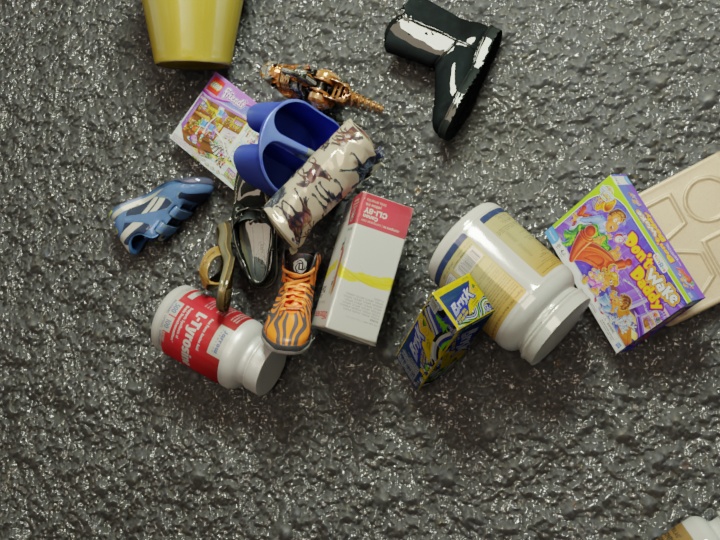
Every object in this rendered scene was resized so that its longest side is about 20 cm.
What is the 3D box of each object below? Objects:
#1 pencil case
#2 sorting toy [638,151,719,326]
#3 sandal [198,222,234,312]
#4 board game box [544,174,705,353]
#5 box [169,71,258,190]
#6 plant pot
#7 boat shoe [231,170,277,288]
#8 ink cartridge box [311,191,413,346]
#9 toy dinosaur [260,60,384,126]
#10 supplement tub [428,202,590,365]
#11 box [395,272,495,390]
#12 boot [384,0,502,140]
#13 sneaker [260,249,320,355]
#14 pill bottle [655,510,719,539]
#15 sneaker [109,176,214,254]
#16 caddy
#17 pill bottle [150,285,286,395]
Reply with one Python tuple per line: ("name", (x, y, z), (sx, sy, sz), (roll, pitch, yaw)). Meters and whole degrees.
("pencil case", (-0.055, -0.121, 1.315), (0.200, 0.078, 0.090), (-45, 104, -5))
("sorting toy", (0.468, -0.044, 1.257), (0.197, 0.036, 0.188), (-26, 73, 7))
("sandal", (-0.224, -0.006, 1.402), (0.053, 0.082, 0.201), (1, 35, -11))
("board game box", (0.358, -0.010, 1.240), (0.134, 0.044, 0.202), (-45, 63, 39))
("box", (-0.205, -0.217, 1.498), (0.199, 0.039, 0.138), (39, 93, 20))
("plant pot", (-0.276, -0.435, 1.489), (0.197, 0.200, 0.193), (2, 96, 18))
("boat shoe", (-0.169, -0.071, 1.418), (0.073, 0.066, 0.204), (0, 95, 6))
("ink cartridge box", (0.000, 0.000, 1.327), (0.082, 0.145, 0.204), (17, 84, -10))
("toy dinosaur", (-0.061, -0.272, 1.411), (0.200, 0.136, 0.103), (42, 93, 20))
("supplement tub", (0.208, 0.019, 1.266), (0.145, 0.144, 0.200), (-47, 70, 4))
("box", (0.114, 0.088, 1.254), (0.069, 0.201, 0.065), (-26, 70, -26))
("boot", (0.107, -0.315, 1.395), (0.166, 0.076, 0.203), (24, 81, 16))
("sneaker", (-0.102, 0.034, 1.326), (0.076, 0.201, 0.114), (7, 116, -5))
("pill bottle", (0.426, 0.381, 1.146), (0.199, 0.114, 0.115), (-36, 72, 8))
("sneaker", (-0.321, -0.094, 1.497), (0.197, 0.074, 0.084), (-24, 75, 20))
("caddy", (-0.096, -0.176, 1.376), (0.104, 0.199, 0.144), (13, 83, 41))
("pill bottle", (-0.218, 0.112, 1.402), (0.197, 0.112, 0.114), (25, 88, 20))
